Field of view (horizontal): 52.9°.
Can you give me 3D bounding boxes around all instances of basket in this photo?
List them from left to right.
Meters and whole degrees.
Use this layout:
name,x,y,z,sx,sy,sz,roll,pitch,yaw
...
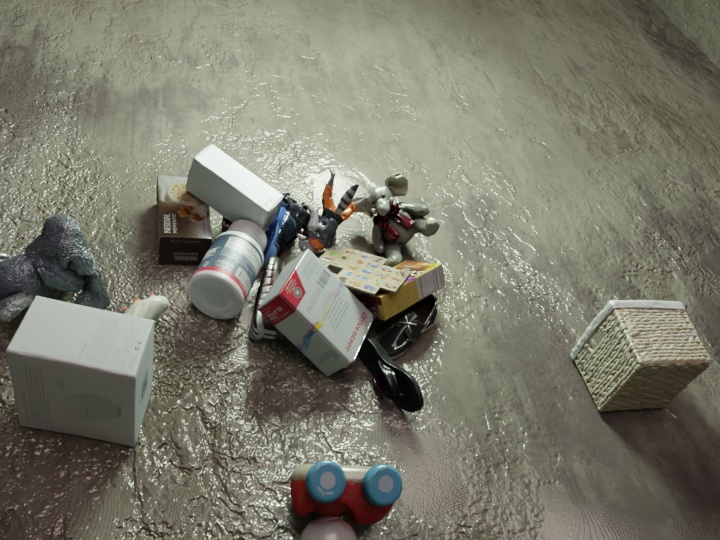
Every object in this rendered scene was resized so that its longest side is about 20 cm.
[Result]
name,x,y,z,sx,sy,sz,roll,pitch,yaw
basket,0.595,0.184,1.546,0.196,0.200,0.163,1,49,-19

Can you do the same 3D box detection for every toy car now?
name,x,y,z,sx,sy,sz,roll,pitch,yaw
toy car,-0.030,0.414,1.151,0.173,0.184,0.205,7,73,-12

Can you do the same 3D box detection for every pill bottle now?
name,x,y,z,sx,sy,sz,roll,pitch,yaw
pill bottle,-0.267,-0.009,1.499,0.117,0.121,0.202,18,42,1

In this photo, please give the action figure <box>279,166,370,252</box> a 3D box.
name,x,y,z,sx,sy,sz,roll,pitch,yaw
action figure,-0.089,-0.128,1.612,0.198,0.196,0.104,30,1,-34

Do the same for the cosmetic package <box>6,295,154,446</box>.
name,x,y,z,sx,sy,sz,roll,pitch,yaw
cosmetic package,-0.453,0.169,1.194,0.195,0.202,0.124,12,43,-7

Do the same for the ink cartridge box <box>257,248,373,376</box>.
name,x,y,z,sx,sy,sz,roll,pitch,yaw
ink cartridge box,-0.085,0.085,1.434,0.200,0.082,0.147,46,40,-15

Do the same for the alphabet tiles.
name,x,y,z,sx,sy,sz,roll,pitch,yaw
alphabet tiles,0.000,0.000,1.538,0.196,0.008,0.167,17,28,17

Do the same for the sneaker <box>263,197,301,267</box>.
name,x,y,z,sx,sy,sz,roll,pitch,yaw
sneaker,-0.175,-0.081,1.643,0.077,0.070,0.203,35,53,-28

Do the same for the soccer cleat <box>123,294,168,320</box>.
name,x,y,z,sx,sy,sz,roll,pitch,yaw
soccer cleat,-0.440,0.116,1.357,0.198,0.070,0.078,-30,65,-31

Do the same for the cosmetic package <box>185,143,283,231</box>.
name,x,y,z,sx,sy,sz,roll,pitch,yaw
cosmetic package,-0.275,-0.171,1.571,0.199,0.102,0.074,37,46,1

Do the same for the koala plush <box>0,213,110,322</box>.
name,x,y,z,sx,sy,sz,roll,pitch,yaw
koala plush,-0.601,0.004,1.349,0.197,0.186,0.178,-26,56,-23

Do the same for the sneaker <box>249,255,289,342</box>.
name,x,y,z,sx,sy,sz,roll,pitch,yaw
sneaker,-0.159,0.068,1.504,0.113,0.076,0.203,16,52,-12

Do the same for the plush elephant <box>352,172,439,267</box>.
name,x,y,z,sx,sy,sz,roll,pitch,yaw
plush elephant,0.068,-0.134,1.704,0.155,0.164,0.201,45,13,-31

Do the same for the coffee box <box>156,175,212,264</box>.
name,x,y,z,sx,sy,sz,roll,pitch,yaw
coffee box,-0.390,-0.112,1.590,0.112,0.081,0.202,1,45,-18

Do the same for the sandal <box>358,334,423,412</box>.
name,x,y,z,sx,sy,sz,roll,pitch,yaw
sandal,0.048,0.210,1.422,0.047,0.077,0.200,-14,42,-37

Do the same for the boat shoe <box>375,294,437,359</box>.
name,x,y,z,sx,sy,sz,roll,pitch,yaw
boat shoe,0.097,0.117,1.536,0.072,0.068,0.199,39,48,19

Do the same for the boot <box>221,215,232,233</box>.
name,x,y,z,sx,sy,sz,roll,pitch,yaw
boot,-0.253,-0.135,1.666,0.095,0.076,0.202,15,41,2

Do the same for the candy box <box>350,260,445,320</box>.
name,x,y,z,sx,sy,sz,roll,pitch,yaw
candy box,0.078,0.040,1.576,0.198,0.058,0.115,-25,20,-38

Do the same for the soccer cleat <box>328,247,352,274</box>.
name,x,y,z,sx,sy,sz,roll,pitch,yaw
soccer cleat,-0.057,0.018,1.588,0.076,0.067,0.199,38,44,15
